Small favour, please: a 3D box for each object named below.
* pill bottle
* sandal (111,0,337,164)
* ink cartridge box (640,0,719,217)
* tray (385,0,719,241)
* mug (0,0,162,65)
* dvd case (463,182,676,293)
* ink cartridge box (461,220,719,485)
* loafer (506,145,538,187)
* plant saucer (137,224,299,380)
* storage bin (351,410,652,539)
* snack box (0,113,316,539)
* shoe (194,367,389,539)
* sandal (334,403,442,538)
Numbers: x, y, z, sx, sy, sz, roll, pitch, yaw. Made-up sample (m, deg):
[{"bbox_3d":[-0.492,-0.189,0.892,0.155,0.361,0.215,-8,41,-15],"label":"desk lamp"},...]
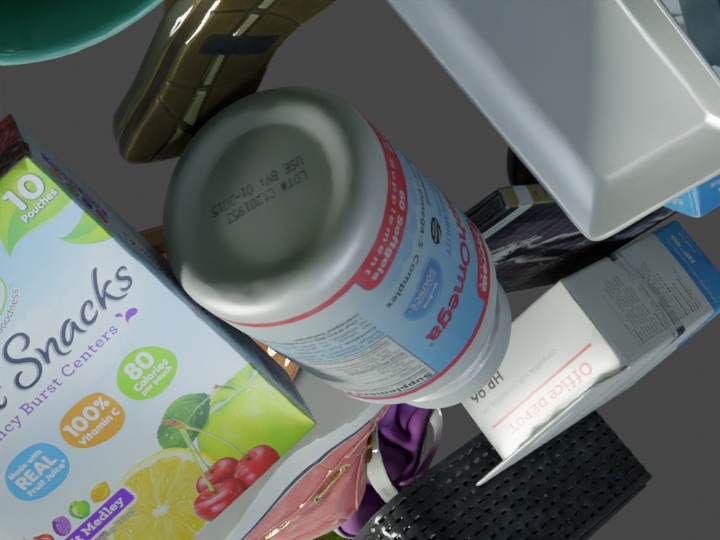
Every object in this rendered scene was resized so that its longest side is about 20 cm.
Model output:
[{"bbox_3d":[0.000,0.000,0.781,0.109,0.109,0.200,-46,148,5],"label":"pill bottle"},{"bbox_3d":[-0.052,-0.125,0.702,0.080,0.054,0.200,-5,146,-49],"label":"sandal"},{"bbox_3d":[0.174,-0.153,0.813,0.146,0.086,0.202,-31,123,-18],"label":"ink cartridge box"},{"bbox_3d":[0.090,-0.111,0.759,0.107,0.200,0.022,-31,-160,34],"label":"tray"},{"bbox_3d":[-0.130,-0.164,0.511,0.152,0.115,0.184,-49,146,10],"label":"mug"},{"bbox_3d":[0.103,-0.018,0.957,0.199,0.016,0.148,-9,162,-42],"label":"dvd case"},{"bbox_3d":[0.136,0.048,1.013,0.199,0.068,0.116,-23,162,-51],"label":"ink cartridge box"},{"bbox_3d":[0.159,-0.110,0.922,0.201,0.071,0.073,-53,146,14],"label":"loafer"},{"bbox_3d":[-0.114,0.051,0.840,0.199,0.037,0.201,-28,144,-22],"label":"plant saucer"},{"bbox_3d":[0.082,0.172,1.076,0.199,0.094,0.136,-30,164,-41],"label":"storage bin"},{"bbox_3d":[-0.134,0.050,0.732,0.142,0.053,0.200,-42,124,2],"label":"snack box"},{"bbox_3d":[-0.021,0.090,0.955,0.200,0.072,0.091,-48,149,20],"label":"shoe"},{"bbox_3d":[0.026,0.110,1.044,0.082,0.050,0.204,-17,139,-34],"label":"sandal"}]
